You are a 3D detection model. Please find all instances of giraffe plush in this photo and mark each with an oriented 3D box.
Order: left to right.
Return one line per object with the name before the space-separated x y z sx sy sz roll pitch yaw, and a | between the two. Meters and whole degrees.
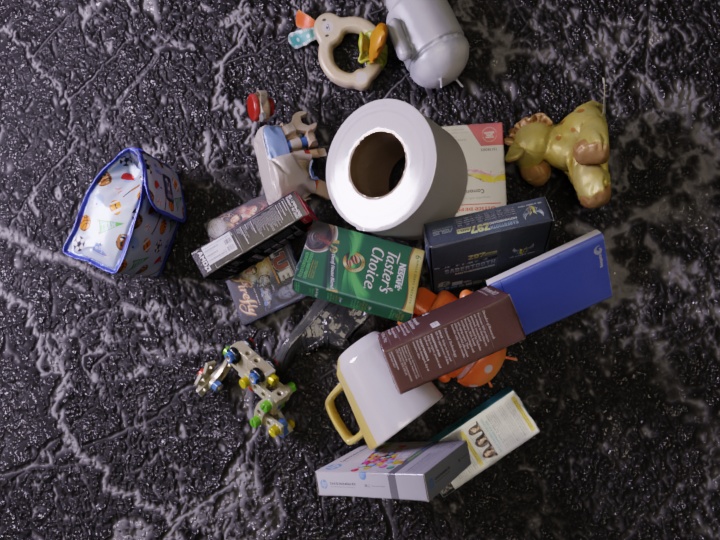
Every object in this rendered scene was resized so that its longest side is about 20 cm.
giraffe plush | 0.327 -0.201 0.884 0.159 0.172 0.205 -3 96 25

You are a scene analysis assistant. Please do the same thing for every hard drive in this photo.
hard drive | 0.320 0.031 0.888 0.197 0.026 0.134 -25 121 3

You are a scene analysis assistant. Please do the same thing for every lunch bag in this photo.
lunch bag | -0.389 -0.099 0.919 0.121 0.170 0.204 20 88 3

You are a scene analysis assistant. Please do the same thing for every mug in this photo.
mug | 0.021 0.200 0.883 0.185 0.150 0.154 -34 76 -5

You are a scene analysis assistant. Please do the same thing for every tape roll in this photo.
tape roll | 0.060 -0.158 0.863 0.199 0.138 0.208 -3 85 31

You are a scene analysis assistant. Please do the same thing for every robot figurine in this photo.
robot figurine | 0.118 -0.408 0.923 0.167 0.113 0.203 -21 83 -31
robot figurine | 0.160 0.113 0.885 0.198 0.117 0.145 35 83 6

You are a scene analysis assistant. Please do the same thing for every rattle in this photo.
rattle | -0.049 -0.416 0.930 0.199 0.143 0.131 38 108 0

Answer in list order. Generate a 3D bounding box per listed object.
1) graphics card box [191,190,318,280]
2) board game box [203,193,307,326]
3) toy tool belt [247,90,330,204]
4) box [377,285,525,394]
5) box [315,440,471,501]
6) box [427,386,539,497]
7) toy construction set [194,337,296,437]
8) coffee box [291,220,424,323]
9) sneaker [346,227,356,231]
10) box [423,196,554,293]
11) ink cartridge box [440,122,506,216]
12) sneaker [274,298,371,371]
graphics card box | -0.170 -0.054 0.884 0.198 0.125 0.051 -32 87 2
board game box | -0.188 -0.020 0.965 0.133 0.035 0.204 -24 85 3
toy tool belt | -0.123 -0.218 0.944 0.121 0.124 0.205 -13 88 -27
box | 0.128 0.098 0.775 0.196 0.100 0.076 -22 97 -1
box | 0.052 0.309 0.825 0.197 0.155 0.042 -15 83 34
box | 0.199 0.291 0.904 0.198 0.049 0.083 -34 83 2
toy construction set | -0.195 0.202 0.926 0.197 0.092 0.133 24 127 13
coffee box | 0.000 0.000 0.852 0.196 0.044 0.125 17 59 1
sneaker | 0.002 -0.022 0.930 0.196 0.071 0.100 13 89 7
box | 0.205 -0.036 0.869 0.195 0.159 0.052 -12 58 3
ink cartridge box | 0.193 -0.146 0.923 0.114 0.067 0.205 -3 86 5
sneaker | -0.059 0.116 0.932 0.103 0.060 0.201 35 87 11
